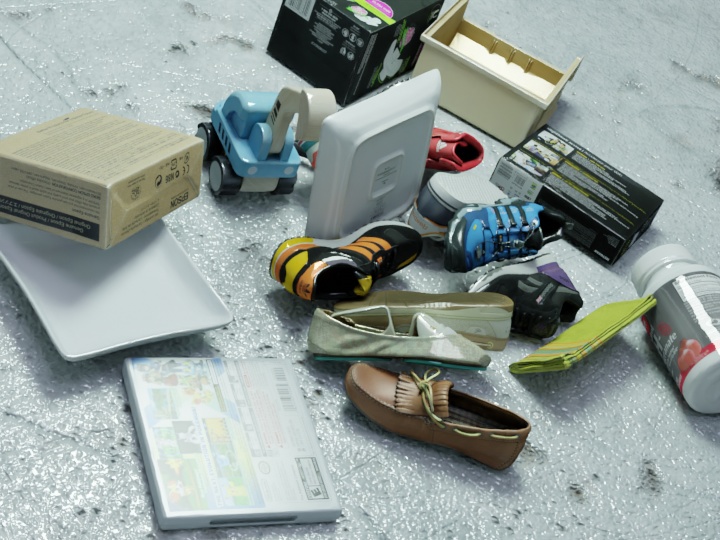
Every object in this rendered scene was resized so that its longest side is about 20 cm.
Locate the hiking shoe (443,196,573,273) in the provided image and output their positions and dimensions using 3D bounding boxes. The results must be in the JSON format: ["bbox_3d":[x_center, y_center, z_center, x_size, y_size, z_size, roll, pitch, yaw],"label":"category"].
[{"bbox_3d":[0.170,-0.045,1.684,0.086,0.075,0.200,9,23,34],"label":"hiking shoe"}]

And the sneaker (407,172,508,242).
[{"bbox_3d":[0.122,-0.073,1.774,0.079,0.080,0.199,50,23,25],"label":"sneaker"}]

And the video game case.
[{"bbox_3d":[-0.128,0.165,1.401,0.181,0.022,0.201,2,44,-26],"label":"video game case"}]

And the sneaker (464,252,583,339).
[{"bbox_3d":[0.190,0.042,1.671,0.199,0.076,0.088,-20,61,-42],"label":"sneaker"}]

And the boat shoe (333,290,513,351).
[{"bbox_3d":[0.069,0.062,1.579,0.198,0.067,0.074,1,14,5],"label":"boat shoe"}]

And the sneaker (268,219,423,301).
[{"bbox_3d":[0.000,0.000,1.607,0.199,0.070,0.090,-10,35,-33],"label":"sneaker"}]

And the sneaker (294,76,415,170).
[{"bbox_3d":[0.020,-0.162,1.743,0.199,0.070,0.094,-26,85,-28],"label":"sneaker"}]

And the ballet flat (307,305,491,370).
[{"bbox_3d":[0.042,0.070,1.519,0.198,0.063,0.067,4,0,1],"label":"ballet flat"}]

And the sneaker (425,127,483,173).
[{"bbox_3d":[0.066,-0.165,1.803,0.199,0.079,0.115,2,1,-25],"label":"sneaker"}]

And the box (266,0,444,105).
[{"bbox_3d":[-0.004,-0.344,1.977,0.148,0.125,0.200,37,39,16],"label":"box"}]

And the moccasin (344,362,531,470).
[{"bbox_3d":[0.080,0.142,1.488,0.200,0.078,0.074,25,38,2],"label":"moccasin"}]

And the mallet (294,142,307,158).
[{"bbox_3d":[-0.026,-0.126,1.790,0.198,0.066,0.041,13,33,11],"label":"mallet"}]

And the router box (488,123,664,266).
[{"bbox_3d":[0.290,-0.104,1.908,0.199,0.051,0.149,36,38,15],"label":"router box"}]

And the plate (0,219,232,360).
[{"bbox_3d":[-0.263,0.014,1.485,0.199,0.032,0.200,-13,50,-37],"label":"plate"}]

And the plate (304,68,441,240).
[{"bbox_3d":[0.020,-0.115,1.648,0.032,0.201,0.199,34,43,27],"label":"plate"}]

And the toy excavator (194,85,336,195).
[{"bbox_3d":[-0.105,-0.168,1.656,0.099,0.201,0.195,-2,44,-28],"label":"toy excavator"}]

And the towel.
[{"bbox_3d":[0.260,0.072,1.665,0.199,0.086,0.018,-28,103,-42],"label":"towel"}]

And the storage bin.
[{"bbox_3d":[0.194,-0.287,2.040,0.199,0.094,0.199,30,38,8],"label":"storage bin"}]

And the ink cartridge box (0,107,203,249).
[{"bbox_3d":[-0.286,-0.103,1.532,0.164,0.076,0.200,15,25,20],"label":"ink cartridge box"}]

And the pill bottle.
[{"bbox_3d":[0.403,0.064,1.722,0.110,0.111,0.201,3,42,-24],"label":"pill bottle"}]
